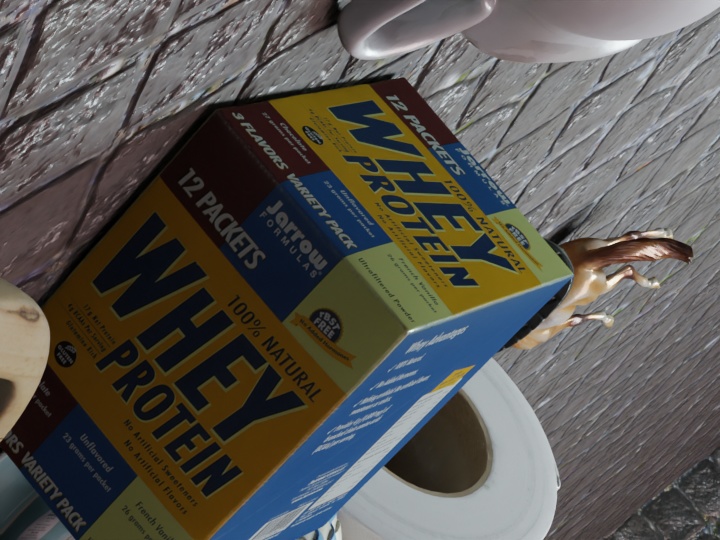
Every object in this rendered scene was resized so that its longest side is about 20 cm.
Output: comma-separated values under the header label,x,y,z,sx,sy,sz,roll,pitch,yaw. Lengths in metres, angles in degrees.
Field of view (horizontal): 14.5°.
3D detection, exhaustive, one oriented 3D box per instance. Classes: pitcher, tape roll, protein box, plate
label,x,y,z,sx,sy,sz,roll,pitch,yaw
pitcher,0.084,-0.144,1.208,0.171,0.121,0.200,-21,173,-17
tape roll,-0.005,0.127,1.636,0.203,0.203,0.139,-25,160,-51
protein box,-0.040,0.031,1.346,0.200,0.135,0.198,-47,167,24
plate,-0.160,0.114,1.534,0.200,0.026,0.200,-40,168,-10

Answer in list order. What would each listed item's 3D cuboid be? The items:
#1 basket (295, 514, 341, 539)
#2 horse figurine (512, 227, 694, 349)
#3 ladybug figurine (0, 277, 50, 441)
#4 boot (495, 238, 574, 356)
label,x,y,z,sx,sy,sz,roll,pitch,yaw
basket,-0.066,0.221,1.484,0.176,0.139,0.200,-68,165,-69
horse figurine,0.153,0.019,2.071,0.132,0.050,0.200,-6,155,-40
ladybug figurine,-0.189,0.042,1.080,0.136,0.072,0.200,-42,167,3
boot,0.077,0.030,1.904,0.200,0.068,0.131,-39,175,27
